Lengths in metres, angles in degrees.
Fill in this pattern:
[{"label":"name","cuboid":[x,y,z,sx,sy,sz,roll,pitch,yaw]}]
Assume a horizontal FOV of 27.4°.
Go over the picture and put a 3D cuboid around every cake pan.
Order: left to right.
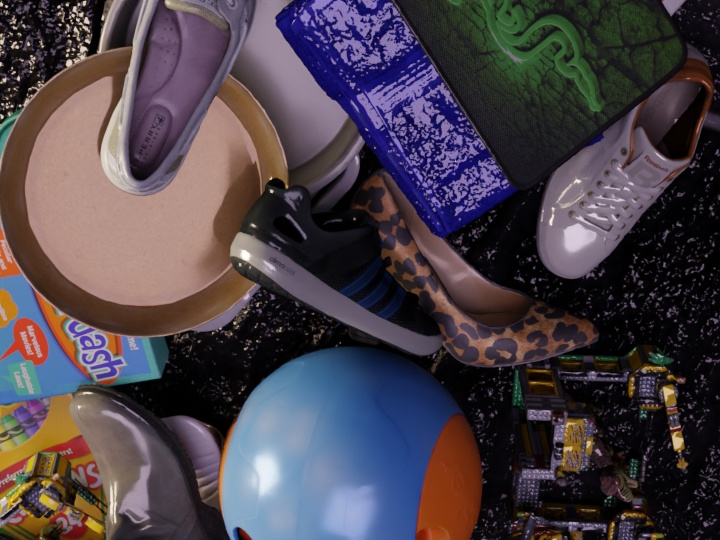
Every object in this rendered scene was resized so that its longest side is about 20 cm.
[{"label":"cake pan","cuboid":[-0.083,-0.143,1.044,0.199,0.037,0.201,0,111,0]}]

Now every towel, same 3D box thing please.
[{"label":"towel","cuboid":[0.055,-0.130,0.999,0.147,0.050,0.200,-32,109,17]}]

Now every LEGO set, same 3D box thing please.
[{"label":"LEGO set","cuboid":[-0.232,0.253,1.147,0.153,0.116,0.200,-30,116,12]},{"label":"LEGO set","cuboid":[0.179,0.157,1.149,0.153,0.116,0.201,10,112,-3]}]

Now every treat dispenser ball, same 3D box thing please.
[{"label":"treat dispenser ball","cuboid":[-0.008,0.158,1.117,0.200,0.201,0.202,0,111,0]}]

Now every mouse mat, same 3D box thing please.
[{"label":"mouse mat","cuboid":[0.114,-0.174,0.971,0.161,0.008,0.200,-38,107,-9]}]

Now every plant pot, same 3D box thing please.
[{"label":"plant pot","cuboid":[-0.149,-0.054,1.022,0.199,0.027,0.201,-2,100,-11]}]

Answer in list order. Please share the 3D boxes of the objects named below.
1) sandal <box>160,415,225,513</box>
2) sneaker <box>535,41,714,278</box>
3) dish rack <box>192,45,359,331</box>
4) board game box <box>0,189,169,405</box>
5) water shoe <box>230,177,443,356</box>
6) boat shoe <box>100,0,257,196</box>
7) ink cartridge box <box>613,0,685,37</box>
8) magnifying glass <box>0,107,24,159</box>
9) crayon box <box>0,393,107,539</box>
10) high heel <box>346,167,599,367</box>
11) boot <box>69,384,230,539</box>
[{"label":"sandal","cuboid":[-0.132,0.177,1.207,0.079,0.059,0.207,-7,133,9]},{"label":"sneaker","cuboid":[0.191,-0.073,1.089,0.073,0.085,0.201,24,111,-10]},{"label":"dish rack","cuboid":[-0.116,-0.071,1.113,0.171,0.044,0.200,40,107,-13]},{"label":"board game box","cuboid":[-0.257,0.022,1.091,0.199,0.045,0.153,-11,114,6]},{"label":"water shoe","cuboid":[0.000,0.000,1.041,0.200,0.071,0.079,27,87,-43]},{"label":"boat shoe","cuboid":[-0.114,-0.145,0.965,0.074,0.065,0.203,24,87,-14]},{"label":"ink cartridge box","cuboid":[0.113,-0.214,1.034,0.200,0.085,0.145,37,108,-14]},{"label":"magnifying glass","cuboid":[-0.174,-0.061,1.084,0.199,0.022,0.080,20,110,-8]},{"label":"crayon box","cuboid":[-0.266,0.135,1.190,0.126,0.051,0.201,-26,108,10]},{"label":"high heel","cuboid":[0.085,-0.003,1.120,0.199,0.071,0.143,5,118,8]},{"label":"boot","cuboid":[-0.174,0.193,1.085,0.068,0.131,0.200,-7,123,43]}]
